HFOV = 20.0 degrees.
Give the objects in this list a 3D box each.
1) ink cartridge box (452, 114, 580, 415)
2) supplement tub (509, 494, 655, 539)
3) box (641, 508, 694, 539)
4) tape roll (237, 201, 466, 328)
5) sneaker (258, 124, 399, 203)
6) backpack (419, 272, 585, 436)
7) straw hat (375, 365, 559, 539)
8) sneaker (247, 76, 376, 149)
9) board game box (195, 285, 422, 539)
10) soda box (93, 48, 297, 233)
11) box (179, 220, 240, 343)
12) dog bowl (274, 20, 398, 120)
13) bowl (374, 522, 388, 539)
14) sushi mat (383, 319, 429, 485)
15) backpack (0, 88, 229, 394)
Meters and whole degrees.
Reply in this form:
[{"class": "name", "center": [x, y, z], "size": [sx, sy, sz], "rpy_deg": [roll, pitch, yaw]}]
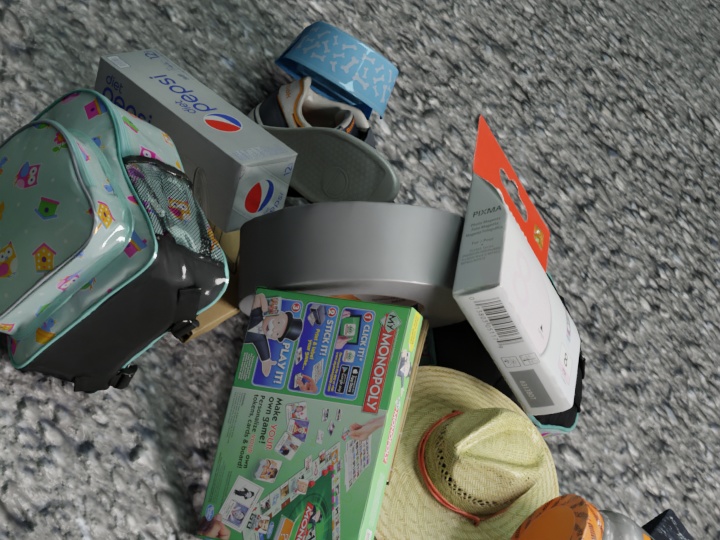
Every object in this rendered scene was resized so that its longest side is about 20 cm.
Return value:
[{"class": "ink cartridge box", "center": [0.135, -0.009, 1.671], "size": [0.163, 0.057, 0.200], "rpy_deg": [56, 37, -41]}, {"class": "supplement tub", "center": [0.208, 0.272, 1.602], "size": [0.200, 0.122, 0.123], "rpy_deg": [41, 31, -20]}, {"class": "box", "center": [0.271, 0.338, 1.791], "size": [0.200, 0.117, 0.197], "rpy_deg": [53, 18, 6]}, {"class": "tape roll", "center": [0.000, 0.000, 1.674], "size": [0.200, 0.200, 0.066], "rpy_deg": [15, 70, -45]}, {"class": "sneaker", "center": [-0.031, -0.094, 1.861], "size": [0.099, 0.200, 0.071], "rpy_deg": [7, 96, -57]}, {"class": "backpack", "center": [0.119, 0.075, 1.841], "size": [0.200, 0.153, 0.176], "rpy_deg": [11, 65, -61]}, {"class": "straw hat", "center": [0.097, 0.150, 1.625], "size": [0.201, 0.085, 0.202], "rpy_deg": [13, 62, -26]}, {"class": "sneaker", "center": [-0.014, -0.100, 1.967], "size": [0.200, 0.079, 0.078], "rpy_deg": [43, 29, -15]}, {"class": "board game box", "center": [-0.039, 0.118, 1.554], "size": [0.029, 0.134, 0.200], "rpy_deg": [43, 58, -63]}, {"class": "soda box", "center": [-0.145, -0.112, 1.726], "size": [0.063, 0.068, 0.200], "rpy_deg": [-14, 41, -43]}, {"class": "box", "center": [-0.142, -0.035, 1.743], "size": [0.164, 0.021, 0.200], "rpy_deg": [48, 37, 8]}, {"class": "dog bowl", "center": [-0.020, -0.196, 1.988], "size": [0.111, 0.050, 0.200], "rpy_deg": [31, -2, -8]}, {"class": "bowl", "center": [-0.005, 0.180, 1.675], "size": [0.200, 0.075, 0.200], "rpy_deg": [33, 36, -26]}, {"class": "sushi mat", "center": [-0.006, 0.103, 1.632], "size": [0.200, 0.095, 0.012], "rpy_deg": [-74, 153, -51]}, {"class": "backpack", "center": [-0.212, -0.033, 1.533], "size": [0.153, 0.176, 0.200], "rpy_deg": [28, 32, -39]}]
